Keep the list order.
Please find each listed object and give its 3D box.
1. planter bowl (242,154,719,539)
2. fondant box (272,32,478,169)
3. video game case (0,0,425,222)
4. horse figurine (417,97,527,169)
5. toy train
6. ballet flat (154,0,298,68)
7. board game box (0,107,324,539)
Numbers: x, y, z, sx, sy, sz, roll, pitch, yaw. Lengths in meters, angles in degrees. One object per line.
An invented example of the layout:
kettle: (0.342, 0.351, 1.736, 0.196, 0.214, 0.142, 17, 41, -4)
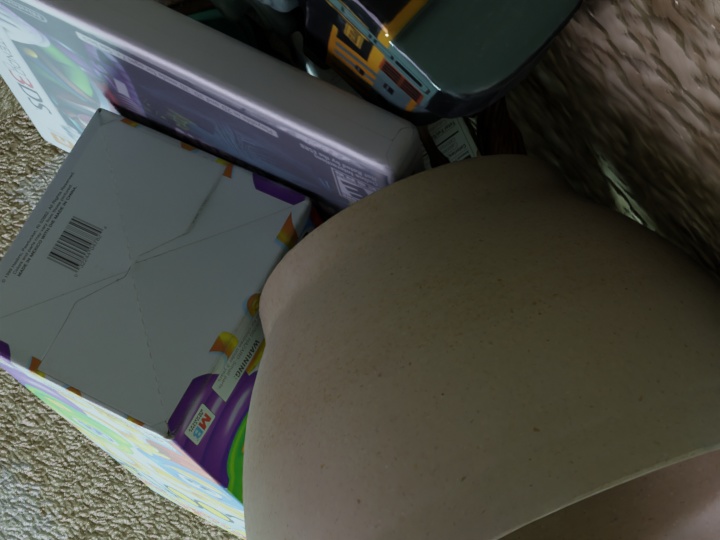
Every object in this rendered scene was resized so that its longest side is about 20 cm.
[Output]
planter bowl: (0.044, 0.046, 0.604, 0.200, 0.200, 0.135, 65, -178, -67)
fondant box: (-0.022, -0.119, 0.834, 0.144, 0.058, 0.200, 50, 173, 41)
video game case: (-0.062, -0.052, 0.683, 0.200, 0.023, 0.182, 26, 166, 14)
horse figurine: (0.071, -0.008, 0.741, 0.133, 0.050, 0.200, 61, -179, 23)
toy train: (0.007, -0.097, 0.567, 0.114, 0.085, 0.200, 45, 176, -1)
ballet flat: (-0.063, -0.099, 0.741, 0.200, 0.068, 0.067, 98, 154, -74)
board game box: (-0.057, 0.038, 0.728, 0.103, 0.105, 0.200, 24, 165, 24)
